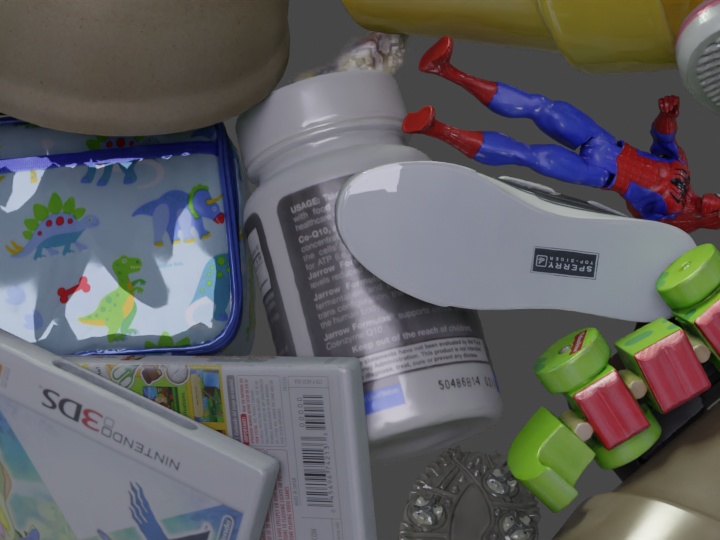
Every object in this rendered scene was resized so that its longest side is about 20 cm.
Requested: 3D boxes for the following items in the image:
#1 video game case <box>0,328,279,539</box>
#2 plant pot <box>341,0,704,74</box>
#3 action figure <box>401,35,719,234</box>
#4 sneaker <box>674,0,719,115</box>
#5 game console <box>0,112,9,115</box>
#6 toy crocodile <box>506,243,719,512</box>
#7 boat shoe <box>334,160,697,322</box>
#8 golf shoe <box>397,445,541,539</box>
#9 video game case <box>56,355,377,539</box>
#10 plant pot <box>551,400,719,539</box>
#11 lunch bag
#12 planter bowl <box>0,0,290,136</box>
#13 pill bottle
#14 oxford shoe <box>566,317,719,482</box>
[{"bbox_3d":[-0.147,0.154,1.083,0.182,0.022,0.200,23,111,19],"label":"video game case"},{"bbox_3d":[0.087,-0.202,1.117,0.188,0.201,0.201,-4,77,22],"label":"plant pot"},{"bbox_3d":[0.133,-0.067,1.094,0.200,0.099,0.065,22,73,-21],"label":"action figure"},{"bbox_3d":[0.213,-0.142,1.092,0.075,0.200,0.105,-39,65,32],"label":"sneaker"},{"bbox_3d":[-0.248,-0.109,1.166,0.170,0.119,0.200,-1,39,-20],"label":"game console"},{"bbox_3d":[0.156,0.045,1.025,0.200,0.062,0.068,-35,103,-5],"label":"toy crocodile"},{"bbox_3d":[0.077,-0.017,1.064,0.200,0.068,0.072,7,97,-16],"label":"boat shoe"},{"bbox_3d":[0.048,0.191,1.087,0.078,0.097,0.200,12,51,-4],"label":"golf shoe"},{"bbox_3d":[-0.076,0.143,1.076,0.182,0.023,0.201,-1,102,23],"label":"video game case"},{"bbox_3d":[0.216,0.139,1.033,0.200,0.200,0.174,34,68,12],"label":"plant pot"},{"bbox_3d":[-0.162,-0.014,1.154,0.199,0.082,0.161,-4,74,5],"label":"lunch bag"},{"bbox_3d":[-0.129,-0.181,1.078,0.200,0.135,0.200,7,37,-5],"label":"planter bowl"},{"bbox_3d":[0.000,0.000,1.114,0.114,0.114,0.200,-15,77,3],"label":"pill bottle"},{"bbox_3d":[0.194,0.023,1.110,0.200,0.073,0.084,-39,65,-7],"label":"oxford shoe"}]
